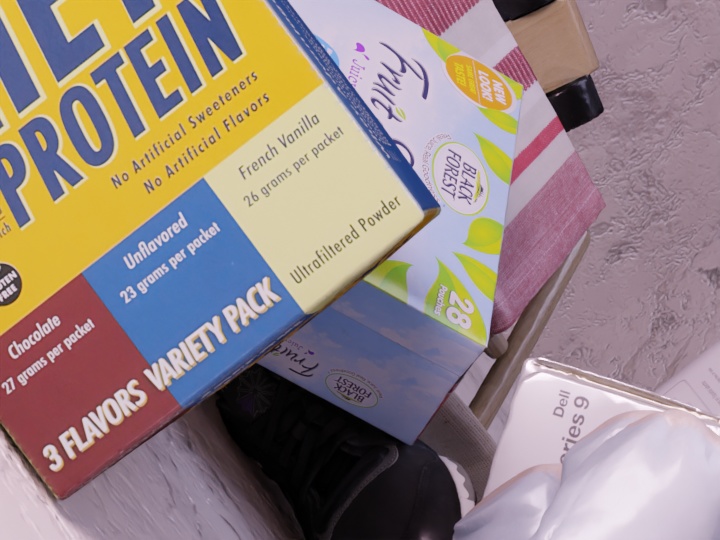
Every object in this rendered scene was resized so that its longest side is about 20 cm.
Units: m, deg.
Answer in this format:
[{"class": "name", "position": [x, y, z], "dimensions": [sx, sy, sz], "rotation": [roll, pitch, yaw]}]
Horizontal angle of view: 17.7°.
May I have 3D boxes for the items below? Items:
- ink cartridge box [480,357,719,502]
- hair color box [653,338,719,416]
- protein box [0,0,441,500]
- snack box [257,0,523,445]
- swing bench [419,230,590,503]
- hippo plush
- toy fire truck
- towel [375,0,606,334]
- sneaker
[{"class": "ink cartridge box", "position": [0.091, 0.126, 0.930], "dimensions": [0.087, 0.146, 0.200], "rotation": [16, -8, 13]}, {"class": "hair color box", "position": [0.126, 0.127, 1.088], "dimensions": [0.061, 0.200, 0.099], "rotation": [50, 5, -19]}, {"class": "protein box", "position": [-0.085, -0.056, 0.743], "dimensions": [0.199, 0.135, 0.200], "rotation": [53, 4, 0]}, {"class": "snack box", "position": [-0.023, -0.045, 0.956], "dimensions": [0.168, 0.068, 0.201], "rotation": [29, 35, -10]}, {"class": "swing bench", "position": [0.000, 0.000, 1.148], "dimensions": [0.199, 0.129, 0.201], "rotation": [52, 36, -28]}, {"class": "hippo plush", "position": [0.088, 0.149, 0.739], "dimensions": [0.161, 0.159, 0.200], "rotation": [53, 6, -1]}, {"class": "toy fire truck", "position": [0.034, -0.088, 1.374], "dimensions": [0.130, 0.175, 0.200], "rotation": [67, -18, -9]}, {"class": "towel", "position": [0.043, -0.083, 1.123], "dimensions": [0.201, 0.023, 0.144], "rotation": [60, 34, -10]}, {"class": "sneaker", "position": [-0.022, 0.073, 0.946], "dimensions": [0.087, 0.076, 0.200], "rotation": [34, 9, -26]}]
